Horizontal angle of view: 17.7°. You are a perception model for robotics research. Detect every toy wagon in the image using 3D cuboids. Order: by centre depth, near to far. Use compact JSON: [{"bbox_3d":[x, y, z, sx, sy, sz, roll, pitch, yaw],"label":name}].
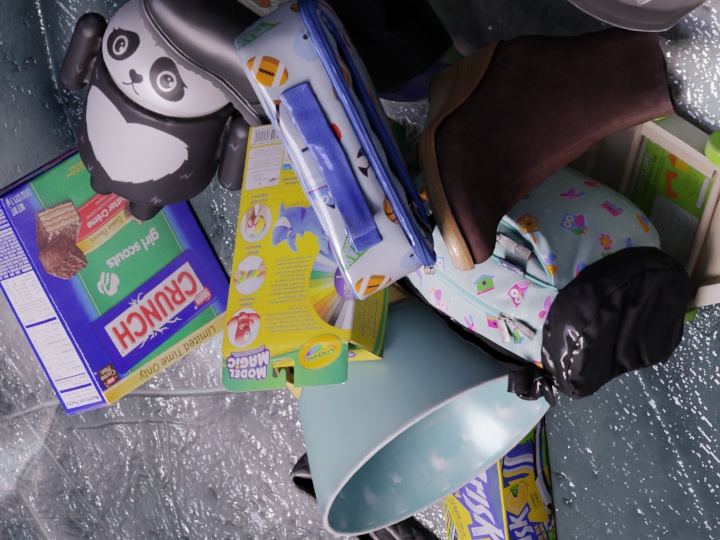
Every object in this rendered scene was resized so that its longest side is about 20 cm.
[{"bbox_3d":[0.198,-0.061,1.634,0.199,0.039,0.156,36,136,24],"label":"toy wagon"}]

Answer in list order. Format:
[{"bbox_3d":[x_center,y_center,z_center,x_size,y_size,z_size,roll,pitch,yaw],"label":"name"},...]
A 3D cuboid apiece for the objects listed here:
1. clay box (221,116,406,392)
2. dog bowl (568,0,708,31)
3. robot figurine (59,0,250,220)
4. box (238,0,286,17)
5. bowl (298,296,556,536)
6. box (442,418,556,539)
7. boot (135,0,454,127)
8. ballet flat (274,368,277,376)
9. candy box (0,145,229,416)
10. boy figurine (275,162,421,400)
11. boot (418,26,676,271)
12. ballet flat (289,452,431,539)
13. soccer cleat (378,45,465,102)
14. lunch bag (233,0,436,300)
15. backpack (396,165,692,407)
[{"bbox_3d":[-0.034,-0.008,1.638,0.114,0.047,0.202,-5,70,34],"label":"clay box"},{"bbox_3d":[0.184,-0.259,1.499,0.199,0.059,0.201,25,132,31],"label":"dog bowl"},{"bbox_3d":[-0.164,-0.133,1.876,0.201,0.149,0.125,113,154,-46],"label":"robot figurine"},{"bbox_3d":[-0.128,-0.236,1.760,0.200,0.039,0.042,45,136,17],"label":"box"},{"bbox_3d":[0.034,0.093,1.680,0.105,0.200,0.201,57,142,21],"label":"bowl"},{"bbox_3d":[0.111,0.191,1.870,0.070,0.064,0.201,16,125,37],"label":"box"},{"bbox_3d":[-0.049,-0.178,1.620,0.165,0.066,0.200,40,152,-20],"label":"boot"},{"bbox_3d":[-0.069,0.010,1.940,0.046,0.067,0.201,-118,22,-48],"label":"ballet flat"},{"bbox_3d":[-0.219,-0.003,1.987,0.077,0.169,0.201,-13,107,52],"label":"candy box"},{"bbox_3d":[-0.014,0.007,1.779,0.124,0.064,0.201,23,89,30],"label":"boy figurine"},{"bbox_3d":[0.126,-0.092,1.529,0.165,0.201,0.073,-13,132,14],"label":"boot"},{"bbox_3d":[0.015,0.236,2.002,0.200,0.057,0.067,46,140,12],"label":"ballet flat"},{"bbox_3d":[0.005,-0.161,1.738,0.200,0.083,0.065,22,102,55],"label":"soccer cleat"},{"bbox_3d":[-0.012,-0.080,1.505,0.201,0.075,0.160,63,-176,-9],"label":"lunch bag"},{"bbox_3d":[0.120,-0.007,1.615,0.199,0.166,0.127,34,117,31],"label":"backpack"}]
